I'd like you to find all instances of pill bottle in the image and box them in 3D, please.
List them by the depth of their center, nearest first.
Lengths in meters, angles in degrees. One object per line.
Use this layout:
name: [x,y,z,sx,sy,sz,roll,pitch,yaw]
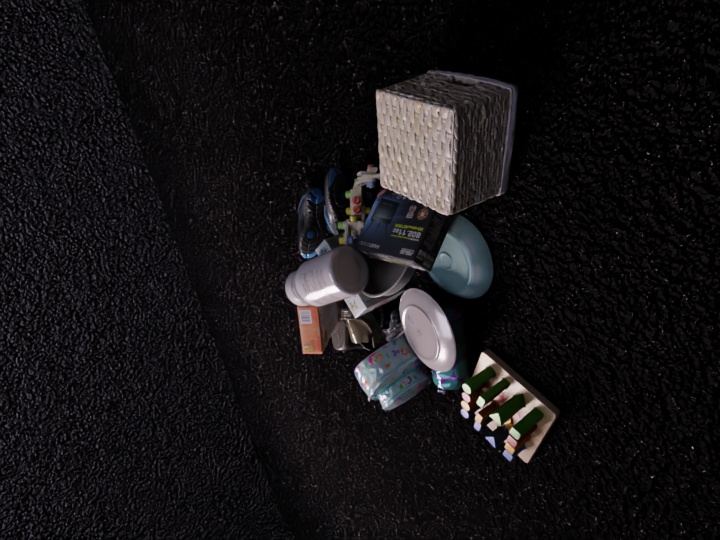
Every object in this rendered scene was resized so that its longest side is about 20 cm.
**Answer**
pill bottle: [-0.085,0.022,1.217,0.200,0.114,0.114,-20,95,47]

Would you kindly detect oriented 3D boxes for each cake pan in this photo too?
cake pan: [0.066,-0.029,1.207,0.200,0.037,0.200,-33,46,41]

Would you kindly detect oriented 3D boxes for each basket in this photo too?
basket: [0.144,-0.227,0.925,0.198,0.161,0.200,32,138,41]

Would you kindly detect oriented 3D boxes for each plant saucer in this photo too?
plant saucer: [0.193,-0.025,1.119,0.200,0.036,0.200,36,140,38]

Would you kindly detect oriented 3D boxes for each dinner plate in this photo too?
dinner plate: [0.140,0.136,1.169,0.200,0.024,0.200,43,143,44]

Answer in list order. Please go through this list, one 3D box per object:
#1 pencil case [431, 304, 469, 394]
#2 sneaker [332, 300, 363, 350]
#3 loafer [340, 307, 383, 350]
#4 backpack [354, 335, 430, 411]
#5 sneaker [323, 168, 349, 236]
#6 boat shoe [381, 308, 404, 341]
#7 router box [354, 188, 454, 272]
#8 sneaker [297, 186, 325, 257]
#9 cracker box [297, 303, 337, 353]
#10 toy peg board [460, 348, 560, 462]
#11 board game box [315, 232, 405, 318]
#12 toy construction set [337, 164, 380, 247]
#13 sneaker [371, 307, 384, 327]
pencil case: [0.198,0.179,1.210,0.092,0.085,0.200,3,117,26]
sneaker: [-0.028,0.135,1.548,0.075,0.106,0.200,-2,81,42]
loafer: [0.006,0.155,1.365,0.075,0.070,0.200,1,153,29]
backpack: [0.080,0.255,1.312,0.151,0.177,0.200,54,174,27]
sneaker: [-0.073,-0.174,1.379,0.082,0.073,0.200,30,135,44]
boat shoe: [0.102,0.130,1.335,0.066,0.074,0.199,51,158,11]
router box: [0.092,-0.090,1.114,0.200,0.062,0.150,15,80,51]
sneaker: [-0.141,-0.136,1.484,0.082,0.073,0.200,26,110,59]
cracker box: [-0.111,0.117,1.399,0.058,0.200,0.134,-1,109,11]
toy peg board: [0.297,0.317,1.149,0.200,0.098,0.199,43,143,33]
board game box: [0.000,0.000,1.317,0.200,0.147,0.064,58,138,12]
toy construction set: [-0.003,-0.148,1.231,0.092,0.131,0.200,14,90,11]
sneaker: [0.012,0.095,1.429,0.066,0.090,0.200,31,136,44]
